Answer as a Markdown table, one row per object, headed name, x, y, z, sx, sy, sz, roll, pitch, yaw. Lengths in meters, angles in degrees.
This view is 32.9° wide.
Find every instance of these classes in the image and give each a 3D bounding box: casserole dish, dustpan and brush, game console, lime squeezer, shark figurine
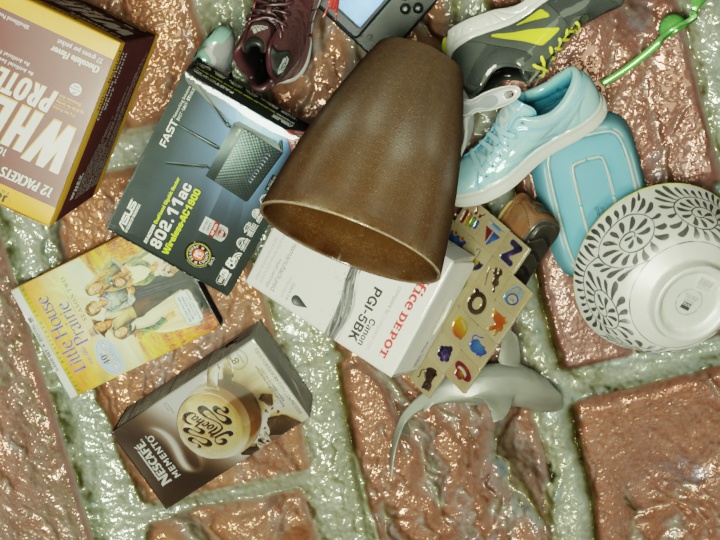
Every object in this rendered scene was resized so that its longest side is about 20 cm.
| name | x | y | z | sx | sy | sz | roll | pitch | yaw |
| --- | --- | --- | --- | --- | --- | --- | --- | --- | --- |
| casserole dish | 0.258 | -0.079 | 1.342 | 0.120 | 0.039 | 0.202 | -15 | 103 | 6 |
| dustpan and brush | 0.090 | -0.165 | 1.268 | 0.199 | 0.057 | 0.141 | -15 | 103 | 36 |
| game console | 0.004 | -0.339 | 1.248 | 0.200 | 0.118 | 0.171 | 41 | 101 | -7 |
| lime squeezer | 0.326 | -0.280 | 1.294 | 0.070 | 0.038 | 0.201 | 20 | 104 | -3 |
| shark figurine | 0.123 | 0.150 | 1.356 | 0.213 | 0.090 | 0.129 | -15 | 127 | 0 |

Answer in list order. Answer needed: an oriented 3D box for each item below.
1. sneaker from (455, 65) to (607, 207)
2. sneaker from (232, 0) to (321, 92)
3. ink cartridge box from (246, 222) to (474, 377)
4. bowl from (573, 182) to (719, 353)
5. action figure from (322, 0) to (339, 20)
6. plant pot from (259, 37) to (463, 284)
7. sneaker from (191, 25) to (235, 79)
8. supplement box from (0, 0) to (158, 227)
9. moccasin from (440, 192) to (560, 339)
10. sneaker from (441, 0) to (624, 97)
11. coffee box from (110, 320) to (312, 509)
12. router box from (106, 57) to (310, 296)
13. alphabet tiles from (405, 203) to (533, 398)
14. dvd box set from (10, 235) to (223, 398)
| name | x | y | z | sx | sy | sz | roll | pitch | yaw |
| --- | --- | --- | --- | --- | --- | --- | --- | --- | --- |
| sneaker | 0.161 | -0.150 | 1.295 | 0.199 | 0.074 | 0.082 | -36 | 130 | 7 |
| sneaker | -0.083 | -0.272 | 1.241 | 0.075 | 0.116 | 0.202 | 14 | 120 | 13 |
| ink cartridge box | 0.000 | 0.000 | 1.310 | 0.199 | 0.083 | 0.148 | 31 | 103 | 17 |
| bowl | 0.338 | 0.017 | 1.305 | 0.199 | 0.094 | 0.202 | -5 | 116 | -10 |
| action figure | 0.038 | -0.290 | 1.211 | 0.198 | 0.065 | 0.100 | 19 | 122 | 12 |
| plant pot | 0.023 | -0.116 | 1.184 | 0.186 | 0.187 | 0.201 | 21 | 78 | -3 |
| sneaker | -0.132 | -0.153 | 1.321 | 0.139 | 0.078 | 0.201 | 20 | 112 | -5 |
| supplement box | -0.320 | -0.176 | 1.252 | 0.132 | 0.200 | 0.198 | 24 | 103 | -4 |
| moccasin | 0.137 | 0.006 | 1.344 | 0.073 | 0.078 | 0.202 | 8 | 119 | -40 |
| sneaker | 0.188 | -0.241 | 1.279 | 0.199 | 0.074 | 0.085 | -21 | 75 | 15 |
| coffee box | -0.167 | 0.164 | 1.387 | 0.199 | 0.080 | 0.113 | -34 | 101 | 8 |
| router box | -0.154 | -0.096 | 1.270 | 0.149 | 0.062 | 0.201 | 29 | 111 | -6 |
| alphabet tiles | 0.098 | 0.029 | 1.326 | 0.166 | 0.006 | 0.201 | 44 | 110 | 35 |
| dvd box set | -0.276 | 0.040 | 1.388 | 0.199 | 0.029 | 0.147 | -25 | 101 | 6 |
